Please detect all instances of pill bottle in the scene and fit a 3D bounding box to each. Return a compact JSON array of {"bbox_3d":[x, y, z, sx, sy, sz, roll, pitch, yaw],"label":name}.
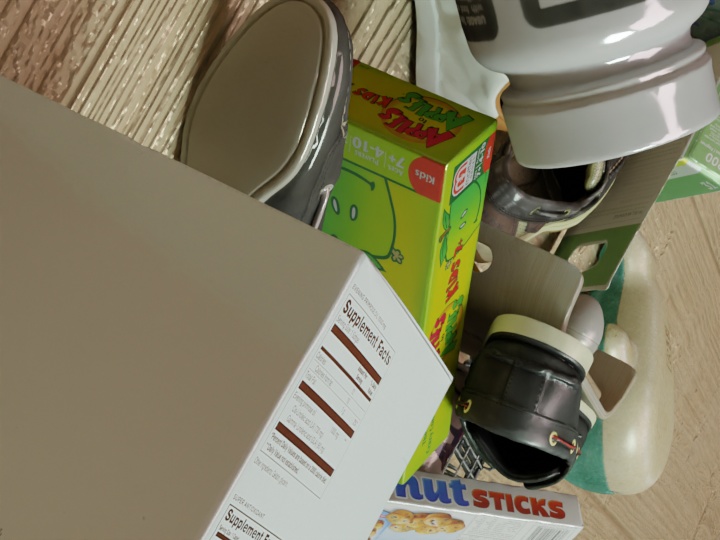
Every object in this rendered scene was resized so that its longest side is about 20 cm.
[{"bbox_3d":[0.091,-0.155,0.867,0.114,0.114,0.201,-32,111,-53],"label":"pill bottle"}]

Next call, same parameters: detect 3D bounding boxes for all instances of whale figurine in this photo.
[{"bbox_3d":[0.182,0.068,1.478,0.159,0.103,0.201,39,53,-68],"label":"whale figurine"}]

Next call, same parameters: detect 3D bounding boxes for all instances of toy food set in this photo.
[{"bbox_3d":[0.074,0.009,1.071,0.061,0.143,0.200,-60,157,-9],"label":"toy food set"}]

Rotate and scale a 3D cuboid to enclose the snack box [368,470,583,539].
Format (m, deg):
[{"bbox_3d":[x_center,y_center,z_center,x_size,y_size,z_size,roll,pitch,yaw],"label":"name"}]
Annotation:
[{"bbox_3d":[0.014,0.131,1.025,0.072,0.199,0.024,-52,-145,44],"label":"snack box"}]

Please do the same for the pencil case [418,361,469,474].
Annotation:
[{"bbox_3d":[-0.013,0.127,1.094,0.200,0.089,0.078,-60,-174,-11],"label":"pencil case"}]

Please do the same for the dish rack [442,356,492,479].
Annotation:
[{"bbox_3d":[0.026,0.148,1.237,0.200,0.054,0.153,-61,159,-14],"label":"dish rack"}]

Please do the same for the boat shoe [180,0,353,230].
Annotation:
[{"bbox_3d":[-0.045,-0.032,0.859,0.057,0.067,0.201,-10,129,-52],"label":"boat shoe"}]

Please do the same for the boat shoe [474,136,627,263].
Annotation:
[{"bbox_3d":[0.122,-0.062,1.179,0.065,0.073,0.200,-31,-176,41],"label":"boat shoe"}]

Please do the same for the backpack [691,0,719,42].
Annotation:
[{"bbox_3d":[0.313,-0.195,1.319,0.167,0.200,0.127,-67,158,7],"label":"backpack"}]

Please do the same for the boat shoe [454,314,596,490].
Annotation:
[{"bbox_3d":[0.083,0.079,1.022,0.201,0.073,0.063,75,36,-74],"label":"boat shoe"}]

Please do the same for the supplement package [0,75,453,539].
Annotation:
[{"bbox_3d":[-0.107,0.064,0.656,0.200,0.191,0.147,-60,158,-10],"label":"supplement package"}]

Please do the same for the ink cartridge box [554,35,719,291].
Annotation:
[{"bbox_3d":[0.202,-0.061,1.327,0.201,0.048,0.145,-63,-168,-10],"label":"ink cartridge box"}]

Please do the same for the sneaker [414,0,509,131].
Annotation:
[{"bbox_3d":[0.070,-0.147,0.979,0.073,0.084,0.200,-52,152,-26],"label":"sneaker"}]

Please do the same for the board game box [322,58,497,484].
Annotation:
[{"bbox_3d":[0.000,0.000,0.950,0.048,0.101,0.201,-43,149,-43],"label":"board game box"}]
